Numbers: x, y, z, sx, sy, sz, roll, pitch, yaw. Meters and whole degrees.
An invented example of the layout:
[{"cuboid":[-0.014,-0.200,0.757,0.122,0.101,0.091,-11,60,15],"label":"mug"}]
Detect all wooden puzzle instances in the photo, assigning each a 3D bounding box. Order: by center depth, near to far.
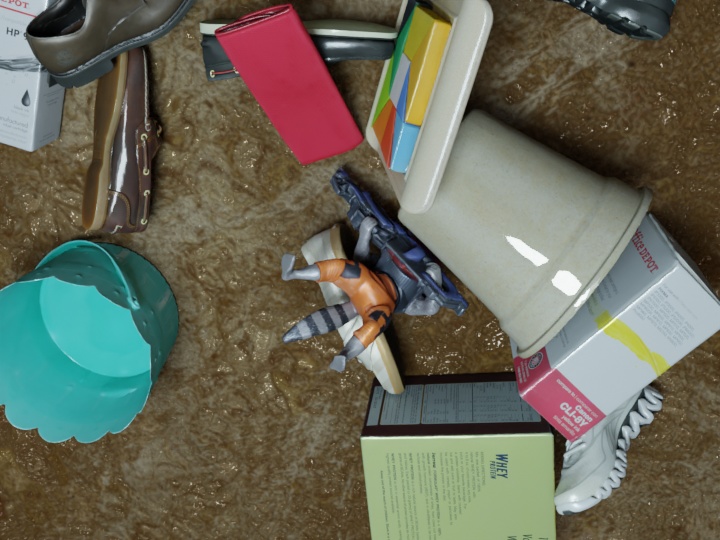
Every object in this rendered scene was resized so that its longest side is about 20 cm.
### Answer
[{"cuboid":[0.048,-0.171,0.755,0.037,0.200,0.187,10,114,-17],"label":"wooden puzzle"}]

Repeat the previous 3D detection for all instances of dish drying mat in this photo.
[{"cuboid":[-0.062,-0.173,0.798,0.076,0.018,0.200,-14,148,14],"label":"dish drying mat"}]

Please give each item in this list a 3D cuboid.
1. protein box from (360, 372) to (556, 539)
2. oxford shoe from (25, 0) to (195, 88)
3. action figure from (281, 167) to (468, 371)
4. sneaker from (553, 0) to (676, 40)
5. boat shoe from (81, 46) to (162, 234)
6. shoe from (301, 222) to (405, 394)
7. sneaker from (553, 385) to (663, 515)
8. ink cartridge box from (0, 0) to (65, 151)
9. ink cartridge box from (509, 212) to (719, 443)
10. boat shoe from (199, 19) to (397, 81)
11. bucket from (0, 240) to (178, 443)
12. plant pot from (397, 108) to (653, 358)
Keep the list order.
[{"cuboid":[0.114,0.235,0.938,0.198,0.135,0.201,-3,110,9],"label":"protein box"},{"cuboid":[-0.228,-0.259,0.792,0.199,0.085,0.073,-38,61,-3],"label":"oxford shoe"},{"cuboid":[0.000,0.000,0.845,0.201,0.193,0.105,52,133,19],"label":"action figure"},{"cuboid":[0.202,-0.283,0.766,0.198,0.075,0.080,21,99,-8],"label":"sneaker"},{"cuboid":[-0.245,-0.138,0.877,0.070,0.070,0.202,3,107,-34],"label":"boat shoe"},{"cuboid":[-0.004,0.048,0.917,0.053,0.070,0.202,-21,99,13],"label":"shoe"},{"cuboid":[0.246,0.174,0.880,0.081,0.200,0.075,47,140,-2],"label":"sneaker"},{"cuboid":[-0.363,-0.238,0.848,0.115,0.067,0.202,16,113,1],"label":"ink cartridge box"},{"cuboid":[0.254,0.055,0.843,0.083,0.145,0.200,42,111,-11],"label":"ink cartridge box"},{"cuboid":[-0.061,-0.215,0.817,0.199,0.074,0.064,2,111,12],"label":"boat shoe"},{"cuboid":[-0.307,0.073,0.927,0.205,0.135,0.209,2,112,5],"label":"bucket"},{"cuboid":[0.144,-0.051,0.807,0.183,0.200,0.201,37,112,5],"label":"plant pot"}]
